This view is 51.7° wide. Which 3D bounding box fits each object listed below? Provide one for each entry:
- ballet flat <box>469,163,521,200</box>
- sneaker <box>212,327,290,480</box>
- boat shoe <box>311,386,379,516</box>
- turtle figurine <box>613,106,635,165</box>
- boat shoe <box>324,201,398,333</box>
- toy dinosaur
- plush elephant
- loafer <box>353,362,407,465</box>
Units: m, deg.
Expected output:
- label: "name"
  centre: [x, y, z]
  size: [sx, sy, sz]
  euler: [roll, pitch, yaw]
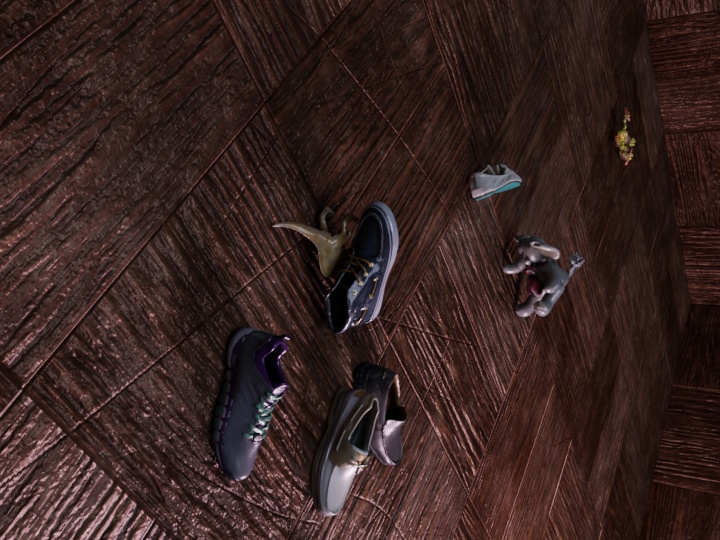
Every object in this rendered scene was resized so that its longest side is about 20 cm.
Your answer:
- label: "ballet flat"
  centre: [0.298, -0.202, 1.634]
  size: [0.199, 0.068, 0.071]
  euler: [-21, 109, -53]
- label: "sneaker"
  centre: [-0.139, 0.179, 0.980]
  size: [0.074, 0.086, 0.204]
  euler: [8, 85, -55]
- label: "boat shoe"
  centre: [-0.023, 0.287, 1.175]
  size: [0.074, 0.067, 0.204]
  euler: [30, 67, -52]
- label: "turtle figurine"
  centre: [0.871, -0.422, 2.459]
  size: [0.161, 0.063, 0.204]
  euler: [29, 59, -61]
- label: "boat shoe"
  centre: [0.000, 0.000, 1.124]
  size: [0.090, 0.070, 0.204]
  euler: [-24, 130, -50]
- label: "toy dinosaur"
  centre: [-0.046, -0.044, 1.133]
  size: [0.200, 0.057, 0.103]
  euler: [49, 54, -45]
- label: "plush elephant"
  centre: [0.410, -0.007, 1.742]
  size: [0.200, 0.155, 0.165]
  euler: [-48, -178, -1]
- label: "loafer"
  centre: [0.046, 0.253, 1.271]
  size: [0.073, 0.071, 0.203]
  euler: [-46, 128, -45]
